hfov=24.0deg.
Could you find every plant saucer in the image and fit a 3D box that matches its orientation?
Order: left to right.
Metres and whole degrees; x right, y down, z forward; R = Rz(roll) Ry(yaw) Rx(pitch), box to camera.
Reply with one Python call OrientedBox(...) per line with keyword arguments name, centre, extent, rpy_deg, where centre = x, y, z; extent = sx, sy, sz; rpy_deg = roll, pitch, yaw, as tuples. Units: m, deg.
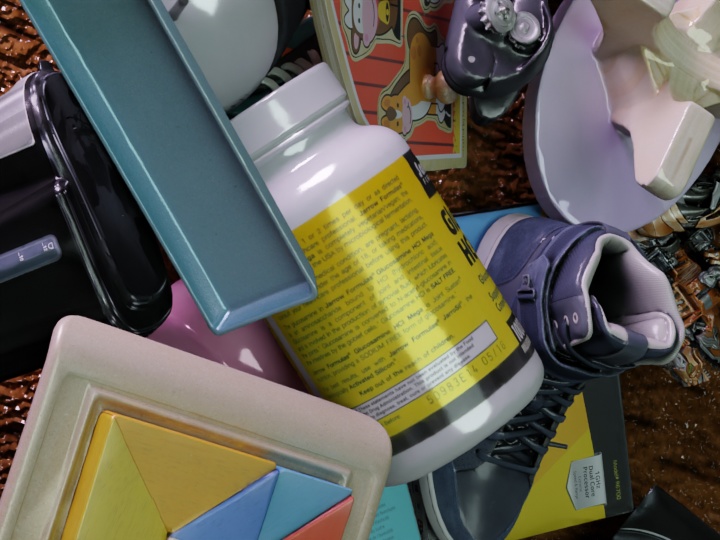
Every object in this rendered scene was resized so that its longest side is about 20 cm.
OrientedBox(name="plant saucer", centre=(-0.090, -0.066, 0.805), extent=(0.201, 0.070, 0.019), rpy_deg=(60, 35, -14))

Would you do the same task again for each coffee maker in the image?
OrientedBox(name="coffee maker", centre=(-0.197, 0.021, 0.836), extent=(0.198, 0.135, 0.193), rpy_deg=(-19, 118, 10))

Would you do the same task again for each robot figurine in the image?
OrientedBox(name="robot figurine", centre=(-0.085, -0.163, 0.884), extent=(0.201, 0.123, 0.151), rpy_deg=(-67, 157, -49))

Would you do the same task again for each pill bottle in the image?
OrientedBox(name="pill bottle", centre=(0.000, 0.000, 0.873), extent=(0.112, 0.112, 0.201), rpy_deg=(-34, 96, -19))

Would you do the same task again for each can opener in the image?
OrientedBox(name="can opener", centre=(0.088, -0.186, 0.977), extent=(0.063, 0.079, 0.202), rpy_deg=(18, 76, -16))

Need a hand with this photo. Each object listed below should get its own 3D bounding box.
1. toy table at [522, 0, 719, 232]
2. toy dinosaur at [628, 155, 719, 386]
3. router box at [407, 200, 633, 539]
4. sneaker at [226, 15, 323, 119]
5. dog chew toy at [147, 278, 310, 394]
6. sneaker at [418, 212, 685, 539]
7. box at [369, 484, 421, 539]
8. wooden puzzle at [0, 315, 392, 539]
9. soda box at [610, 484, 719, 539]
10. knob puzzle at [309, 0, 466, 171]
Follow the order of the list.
OrientedBox(name="toy table", centre=(0.185, -0.117, 0.982), extent=(0.182, 0.117, 0.202), rpy_deg=(18, 81, -18))
OrientedBox(name="toy dinosaur", centre=(0.209, -0.034, 1.074), extent=(0.134, 0.102, 0.202), rpy_deg=(-16, 111, -13))
OrientedBox(name="router box", centre=(0.085, 0.062, 1.043), extent=(0.148, 0.051, 0.202), rpy_deg=(-10, 96, -24))
OrientedBox(name="sneaker", centre=(-0.051, -0.085, 0.955), extent=(0.199, 0.080, 0.072), rpy_deg=(-38, 105, -18))
OrientedBox(name="dog chew toy", centre=(-0.081, 0.057, 0.936), extent=(0.200, 0.124, 0.125), rpy_deg=(-39, 108, -26))
OrientedBox(name="sneaker", centre=(0.104, 0.069, 0.944), extent=(0.076, 0.146, 0.204), rpy_deg=(13, 87, -28))
OrientedBox(name="box", centre=(0.001, 0.175, 0.996), extent=(0.049, 0.082, 0.202), rpy_deg=(-19, 101, -25))
OrientedBox(name="wooden puzzle", centre=(-0.080, 0.141, 0.763), extent=(0.184, 0.037, 0.202), rpy_deg=(21, 77, -29))
OrientedBox(name="soda box", centre=(0.148, 0.236, 1.064), extent=(0.063, 0.071, 0.200), rpy_deg=(36, 75, 17))
OrientedBox(name="knob puzzle", centre=(0.028, -0.147, 0.949), extent=(0.219, 0.030, 0.222), rpy_deg=(2, 90, -65))
